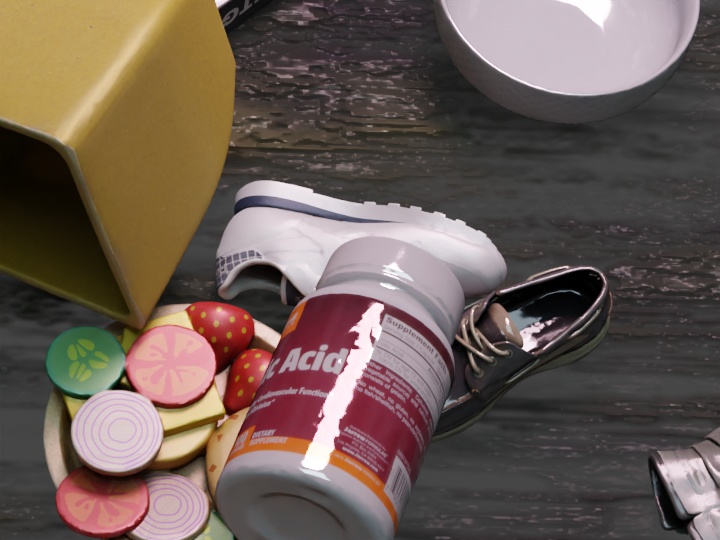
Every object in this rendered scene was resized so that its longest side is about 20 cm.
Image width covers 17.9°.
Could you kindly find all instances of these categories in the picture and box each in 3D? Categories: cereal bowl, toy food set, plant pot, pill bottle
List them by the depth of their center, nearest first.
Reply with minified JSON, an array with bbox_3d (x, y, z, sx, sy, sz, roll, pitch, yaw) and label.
[{"bbox_3d":[-0.007,0.082,1.436,0.114,0.114,0.200,19,52,5],"label":"pill bottle"},{"bbox_3d":[-0.114,0.107,1.503,0.197,0.049,0.201,-17,63,-15],"label":"toy food set"},{"bbox_3d":[-0.189,-0.119,1.515,0.194,0.196,0.200,21,59,26],"label":"plant pot"},{"bbox_3d":[0.147,-0.188,1.688,0.199,0.083,0.201,3,60,-4],"label":"cereal bowl"}]

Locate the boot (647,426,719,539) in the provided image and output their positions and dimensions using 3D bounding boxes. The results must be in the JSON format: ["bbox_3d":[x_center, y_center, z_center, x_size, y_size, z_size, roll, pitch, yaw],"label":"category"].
[{"bbox_3d":[0.251,0.112,1.535,0.130,0.068,0.201,-14,60,-8],"label":"boot"}]

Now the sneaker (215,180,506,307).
[{"bbox_3d":[0.000,0.000,1.567,0.199,0.077,0.081,8,57,11],"label":"sneaker"}]

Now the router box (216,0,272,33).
[{"bbox_3d":[-0.149,-0.234,1.699,0.200,0.051,0.149,-39,73,-24],"label":"router box"}]

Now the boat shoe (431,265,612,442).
[{"bbox_3d":[0.085,0.047,1.546,0.200,0.073,0.075,-30,66,-22],"label":"boat shoe"}]
